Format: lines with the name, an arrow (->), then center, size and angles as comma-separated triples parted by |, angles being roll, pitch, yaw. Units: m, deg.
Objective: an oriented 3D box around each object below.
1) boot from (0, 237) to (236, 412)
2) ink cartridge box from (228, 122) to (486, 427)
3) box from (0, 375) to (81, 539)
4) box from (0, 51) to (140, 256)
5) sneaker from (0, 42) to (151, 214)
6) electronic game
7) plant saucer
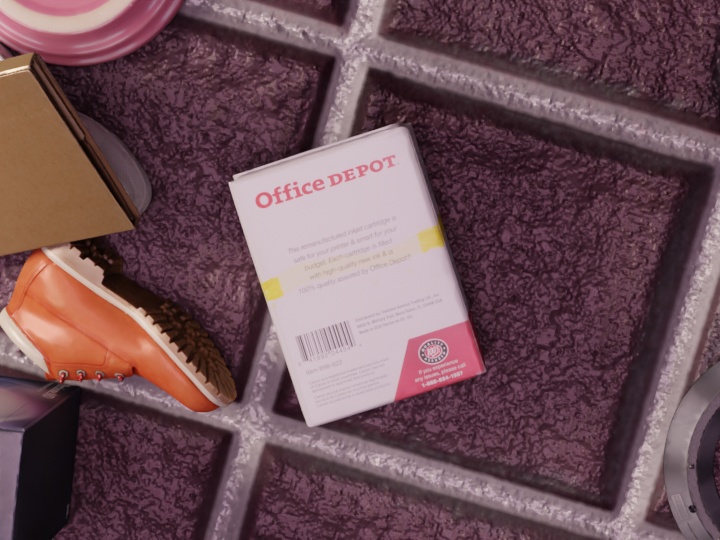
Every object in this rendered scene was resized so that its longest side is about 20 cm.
boot -> -0.192, 0.061, 1.560 | 0.200, 0.075, 0.107 | 39, 101, 8
ink cartridge box -> 0.000, 0.000, 1.528 | 0.144, 0.083, 0.201 | -17, 95, 6
box -> -0.331, 0.145, 1.513 | 0.197, 0.200, 0.124 | 8, 96, 3
box -> -0.287, -0.076, 1.487 | 0.199, 0.021, 0.164 | -10, 131, 24
sneaker -> -0.251, -0.104, 1.521 | 0.200, 0.116, 0.074 | 40, 96, -2
electronic game -> 0.335, 0.153, 1.538 | 0.199, 0.042, 0.201 | 0, 90, 9
plant saucer -> -0.226, -0.258, 1.534 | 0.199, 0.051, 0.202 | 1, 97, 5
